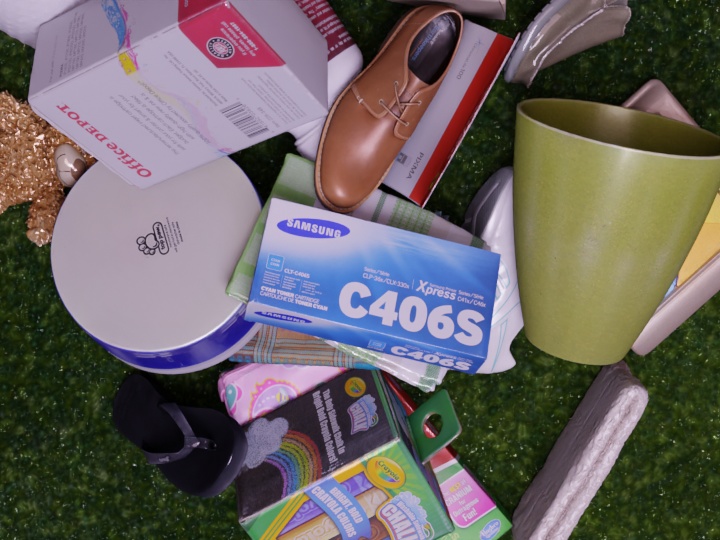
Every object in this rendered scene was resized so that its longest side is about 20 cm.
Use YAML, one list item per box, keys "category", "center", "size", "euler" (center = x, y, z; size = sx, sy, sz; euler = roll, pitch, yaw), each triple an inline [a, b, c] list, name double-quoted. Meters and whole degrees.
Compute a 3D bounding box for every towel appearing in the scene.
- category: "towel"
  center: [0.203, 0.181, 1.059]
  size: [0.034, 0.133, 0.202]
  euler: [30, 97, 0]
- category: "towel"
  center: [-0.021, 0.016, 1.031]
  size: [0.197, 0.022, 0.149]
  euler: [1, 69, 19]
- category: "towel"
  center: [0.000, 0.000, 0.971]
  size: [0.198, 0.031, 0.151]
  euler: [24, 66, -1]

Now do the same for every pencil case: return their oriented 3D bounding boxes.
- category: "pencil case"
  center: [-0.037, 0.083, 1.066]
  size: [0.198, 0.087, 0.088]
  euler: [-32, 97, 5]

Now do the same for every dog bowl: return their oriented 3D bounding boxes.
- category: "dog bowl"
  center: [-0.173, -0.014, 1.019]
  size: [0.196, 0.079, 0.203]
  euler: [-2, 73, 5]

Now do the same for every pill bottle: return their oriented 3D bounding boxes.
- category: "pill bottle"
  center: [-0.069, -0.201, 1.014]
  size: [0.112, 0.113, 0.201]
  euler: [-35, 96, 5]

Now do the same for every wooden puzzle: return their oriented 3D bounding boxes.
- category: "wooden puzzle"
  center: [0.275, -0.048, 1.075]
  size: [0.185, 0.037, 0.200]
  euler: [-42, 96, 5]

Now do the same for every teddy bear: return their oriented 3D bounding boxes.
- category: "teddy bear"
  center: [-0.322, -0.097, 1.052]
  size: [0.197, 0.067, 0.147]
  euler: [10, 100, -1]

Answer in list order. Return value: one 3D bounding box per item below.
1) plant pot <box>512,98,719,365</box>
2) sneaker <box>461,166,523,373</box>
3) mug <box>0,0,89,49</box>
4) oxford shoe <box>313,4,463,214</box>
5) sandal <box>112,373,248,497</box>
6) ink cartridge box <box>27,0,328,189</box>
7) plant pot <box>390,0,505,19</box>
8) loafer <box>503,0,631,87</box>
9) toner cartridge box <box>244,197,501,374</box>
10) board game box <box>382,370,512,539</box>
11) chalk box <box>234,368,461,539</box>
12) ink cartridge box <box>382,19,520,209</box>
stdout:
- category: "plant pot"
  center: [0.209, -0.029, 0.991]
  size: [0.184, 0.188, 0.203]
  euler: [8, 110, -1]
- category: "sneaker"
  center: [0.129, 0.002, 1.072]
  size: [0.079, 0.071, 0.203]
  euler: [11, 104, -11]
- category: "mug"
  center: [-0.244, -0.258, 0.945]
  size: [0.197, 0.175, 0.150]
  euler: [17, 91, 19]
- category: "oxford shoe"
  center: [0.023, -0.140, 0.953]
  size: [0.071, 0.071, 0.202]
  euler: [29, 87, -18]
- category: "sandal"
  center: [-0.175, 0.149, 1.030]
  size: [0.043, 0.199, 0.077]
  euler: [26, 83, -44]
- category: "ink cartridge box"
  center: [-0.143, -0.161, 0.908]
  size: [0.197, 0.147, 0.087]
  euler: [-16, 56, 25]
- category: "plant pot"
  center: [0.038, -0.325, 0.966]
  size: [0.174, 0.200, 0.204]
  euler: [2, 98, 9]
- category: "loafer"
  center: [0.212, -0.235, 1.029]
  size: [0.200, 0.075, 0.070]
  euler: [-45, 92, 5]
- category: "toner cartridge box"
  center: [0.011, 0.013, 0.928]
  size: [0.197, 0.043, 0.096]
  euler: [13, 65, -5]
- category: "board game box"
  center: [0.028, 0.218, 1.109]
  size: [0.153, 0.040, 0.200]
  euler: [-41, 96, 5]
- category: "chalk box"
  center: [0.000, 0.177, 1.004]
  size: [0.198, 0.125, 0.125]
  euler: [-27, 121, 4]
- category: "ink cartridge box"
  center: [0.070, -0.138, 0.979]
  size: [0.047, 0.200, 0.162]
  euler: [29, 97, -3]
